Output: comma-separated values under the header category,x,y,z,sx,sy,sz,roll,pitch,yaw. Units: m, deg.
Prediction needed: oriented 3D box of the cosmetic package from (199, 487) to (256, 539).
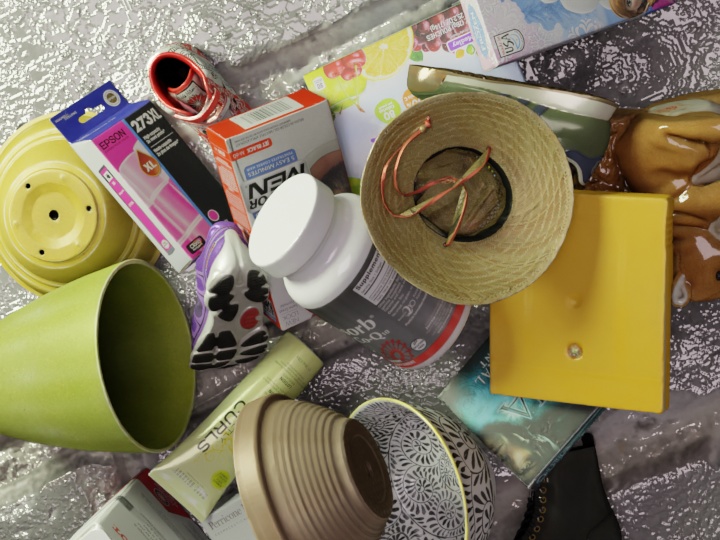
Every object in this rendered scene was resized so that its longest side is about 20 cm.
category,x,y,z,sx,sy,sz,roll,pitch,yaw
cosmetic package,-0.062,0.302,1.514,0.101,0.071,0.201,-32,93,30

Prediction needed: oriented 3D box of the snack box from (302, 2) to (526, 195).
category,x,y,z,sx,sy,sz,roll,pitch,yaw
snack box,0.068,-0.153,1.462,0.198,0.068,0.171,-22,94,9

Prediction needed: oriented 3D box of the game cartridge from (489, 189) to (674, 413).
category,x,y,z,sx,sy,sz,roll,pitch,yaw
game cartridge,0.206,0.025,1.402,0.174,0.032,0.203,5,102,26

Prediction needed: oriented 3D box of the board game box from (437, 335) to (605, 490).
category,x,y,z,sx,sy,sz,roll,pitch,yaw
board game box,0.187,0.096,1.469,0.135,0.028,0.201,43,97,27

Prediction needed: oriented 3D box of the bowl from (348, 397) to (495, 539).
category,x,y,z,sx,sy,sz,roll,pitch,yaw
bowl,0.071,0.216,1.477,0.093,0.200,0.204,-10,98,-37

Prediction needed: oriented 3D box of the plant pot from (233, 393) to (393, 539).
category,x,y,z,sx,sy,sz,roll,pitch,yaw
plant pot,-0.032,0.203,1.414,0.092,0.201,0.203,-24,94,19

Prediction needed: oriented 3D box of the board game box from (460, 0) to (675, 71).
category,x,y,z,sx,sy,sz,roll,pitch,yaw
board game box,0.176,-0.315,1.409,0.197,0.043,0.203,-21,94,-14

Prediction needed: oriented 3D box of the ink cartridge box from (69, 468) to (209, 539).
category,x,y,z,sx,sy,sz,roll,pitch,yaw
ink cartridge box,-0.217,0.298,1.477,0.084,0.200,0.145,-41,91,8

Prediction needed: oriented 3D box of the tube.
category,x,y,z,sx,sy,sz,roll,pitch,yaw
tube,-0.118,0.153,1.496,0.058,0.052,0.200,38,80,22

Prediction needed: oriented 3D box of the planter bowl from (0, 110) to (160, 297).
category,x,y,z,sx,sy,sz,roll,pitch,yaw
planter bowl,-0.297,-0.059,1.502,0.197,0.083,0.204,1,96,5

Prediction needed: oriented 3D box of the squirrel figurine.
category,x,y,z,sx,sy,sz,roll,pitch,yaw
squirrel figurine,0.293,-0.062,1.436,0.197,0.142,0.189,-4,107,20

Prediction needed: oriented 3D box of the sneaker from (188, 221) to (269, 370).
category,x,y,z,sx,sy,sz,roll,pitch,yaw
sneaker,-0.130,0.027,1.471,0.080,0.201,0.084,-6,54,-19

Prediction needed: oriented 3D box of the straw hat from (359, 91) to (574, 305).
category,x,y,z,sx,sy,sz,roll,pitch,yaw
straw hat,0.088,-0.072,1.366,0.198,0.085,0.204,-2,98,-12

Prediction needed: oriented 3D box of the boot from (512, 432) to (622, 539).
category,x,y,z,sx,sy,sz,roll,pitch,yaw
boot,0.164,0.254,1.479,0.198,0.077,0.140,-15,91,-29

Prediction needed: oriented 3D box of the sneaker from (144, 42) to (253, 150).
category,x,y,z,sx,sy,sz,roll,pitch,yaw
sneaker,-0.133,-0.139,1.463,0.067,0.108,0.202,-41,92,9

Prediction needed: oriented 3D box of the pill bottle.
category,x,y,z,sx,sy,sz,roll,pitch,yaw
pill bottle,0.000,0.000,1.390,0.199,0.116,0.116,33,100,-30

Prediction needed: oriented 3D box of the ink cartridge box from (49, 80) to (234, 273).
category,x,y,z,sx,sy,sz,roll,pitch,yaw
ink cartridge box,-0.209,-0.100,1.484,0.200,0.095,0.037,48,137,0

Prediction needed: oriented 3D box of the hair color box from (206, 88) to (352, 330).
category,x,y,z,sx,sy,sz,roll,pitch,yaw
hair color box,-0.064,-0.059,1.443,0.110,0.064,0.202,-23,115,-17

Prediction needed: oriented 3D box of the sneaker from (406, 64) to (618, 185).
category,x,y,z,sx,sy,sz,roll,pitch,yaw
sneaker,0.134,-0.132,1.391,0.197,0.067,0.091,11,101,5

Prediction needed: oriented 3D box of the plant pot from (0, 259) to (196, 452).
category,x,y,z,sx,sy,sz,roll,pitch,yaw
plant pot,-0.294,0.099,1.488,0.197,0.187,0.190,-10,96,22
